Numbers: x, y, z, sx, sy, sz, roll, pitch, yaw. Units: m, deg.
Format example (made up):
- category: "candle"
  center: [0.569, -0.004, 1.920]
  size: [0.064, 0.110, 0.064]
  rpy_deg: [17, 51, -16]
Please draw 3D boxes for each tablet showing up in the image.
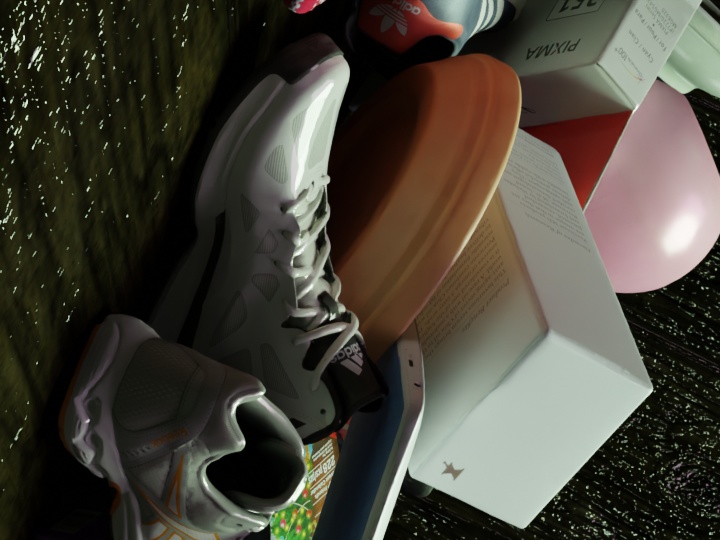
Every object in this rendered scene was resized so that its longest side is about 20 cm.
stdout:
- category: "tablet"
  center: [-0.005, 0.122, 1.192]
  size: [0.130, 0.014, 0.200]
  rpy_deg: [-95, -159, -67]

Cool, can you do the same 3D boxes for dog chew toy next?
- category: "dog chew toy"
  center: [0.102, -0.031, 1.456]
  size: [0.200, 0.125, 0.125]
  rpy_deg: [-22, 177, 5]

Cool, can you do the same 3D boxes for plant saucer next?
- category: "plant saucer"
  center: [0.002, -0.025, 1.244]
  size: [0.200, 0.037, 0.200]
  rpy_deg: [-48, -161, 23]
- category: "plant saucer"
  center: [0.173, -0.158, 1.540]
  size: [0.050, 0.200, 0.200]
  rpy_deg: [-47, 178, 11]

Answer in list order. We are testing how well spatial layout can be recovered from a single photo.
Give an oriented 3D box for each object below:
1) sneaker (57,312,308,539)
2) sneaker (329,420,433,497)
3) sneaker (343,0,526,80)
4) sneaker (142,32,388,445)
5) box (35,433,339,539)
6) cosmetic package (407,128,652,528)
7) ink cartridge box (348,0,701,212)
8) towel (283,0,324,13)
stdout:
- category: "sneaker"
  center: [-0.061, 0.097, 1.125]
  size: [0.076, 0.092, 0.200]
  rpy_deg: [-65, 156, -22]
- category: "sneaker"
  center: [0.014, 0.060, 1.393]
  size: [0.087, 0.074, 0.200]
  rpy_deg: [-60, -169, 1]
- category: "sneaker"
  center: [0.032, -0.137, 1.335]
  size: [0.085, 0.075, 0.200]
  rpy_deg: [-55, 170, 3]
- category: "sneaker"
  center: [-0.020, -0.001, 1.135]
  size: [0.076, 0.115, 0.201]
  rpy_deg: [-31, 151, -48]
- category: "box"
  center: [-0.073, 0.145, 1.258]
  size: [0.200, 0.039, 0.137]
  rpy_deg: [-38, 127, -50]
- category: "cosmetic package"
  center: [0.063, 0.016, 1.252]
  size: [0.101, 0.071, 0.200]
  rpy_deg: [-49, -150, 24]
- category: "ink cartridge box"
  center: [0.071, -0.090, 1.410]
  size: [0.200, 0.045, 0.176]
  rpy_deg: [-7, -136, 49]
- category: "towel"
  center: [0.052, -0.174, 1.118]
  size: [0.145, 0.023, 0.200]
  rpy_deg: [-41, 174, 29]
